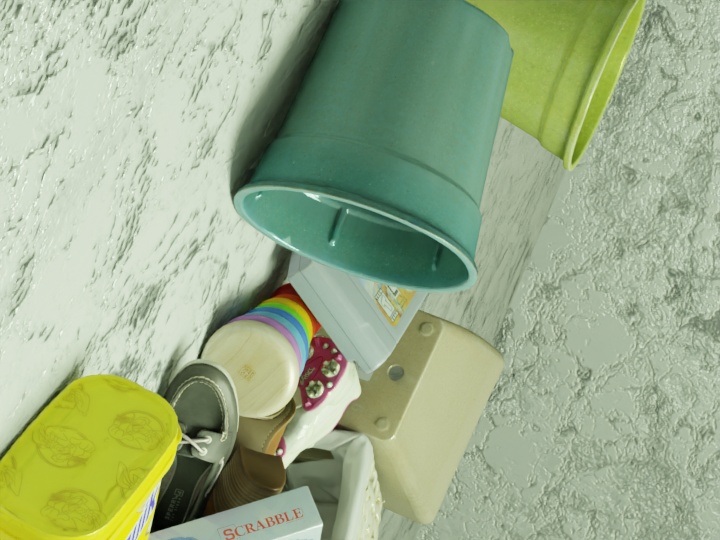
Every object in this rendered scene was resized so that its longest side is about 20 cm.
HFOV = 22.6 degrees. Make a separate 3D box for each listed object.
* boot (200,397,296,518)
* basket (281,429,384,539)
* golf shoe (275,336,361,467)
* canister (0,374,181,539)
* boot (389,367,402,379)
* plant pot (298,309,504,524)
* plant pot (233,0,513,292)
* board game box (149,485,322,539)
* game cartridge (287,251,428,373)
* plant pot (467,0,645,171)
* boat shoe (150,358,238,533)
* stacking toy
[{"bbox_3d":[-0.120,0.184,1.596,0.155,0.077,0.200,-56,-153,29],"label":"boot"},{"bbox_3d":[-0.061,0.264,1.717,0.123,0.135,0.200,74,24,-51],"label":"basket"},{"bbox_3d":[-0.072,0.156,1.679,0.200,0.075,0.092,-46,149,-1],"label":"golf shoe"},{"bbox_3d":[-0.198,0.189,1.228,0.149,0.086,0.200,-54,165,-48],"label":"canister"},{"bbox_3d":[0.038,0.188,2.262,0.200,0.132,0.070,-60,169,-29],"label":"boot"},{"bbox_3d":[0.010,0.114,1.826,0.200,0.200,0.177,-64,163,-13],"label":"plant pot"},{"bbox_3d":[0.024,-0.111,1.432,0.200,0.200,0.196,79,28,-72],"label":"plant pot"},{"bbox_3d":[-0.137,0.271,1.499,0.200,0.041,0.200,-16,147,-17],"label":"board game box"},{"bbox_3d":[0.000,0.000,1.679,0.042,0.133,0.200,-27,-167,25],"label":"game cartridge"},{"bbox_3d":[0.174,-0.231,1.877,0.200,0.184,0.201,24,90,-80],"label":"plant pot"},{"bbox_3d":[-0.144,0.163,1.470,0.057,0.067,0.200,-79,-173,-55],"label":"boat shoe"},{"bbox_3d":[-0.073,0.056,1.592,0.200,0.085,0.085,-54,165,-68],"label":"stacking toy"}]
